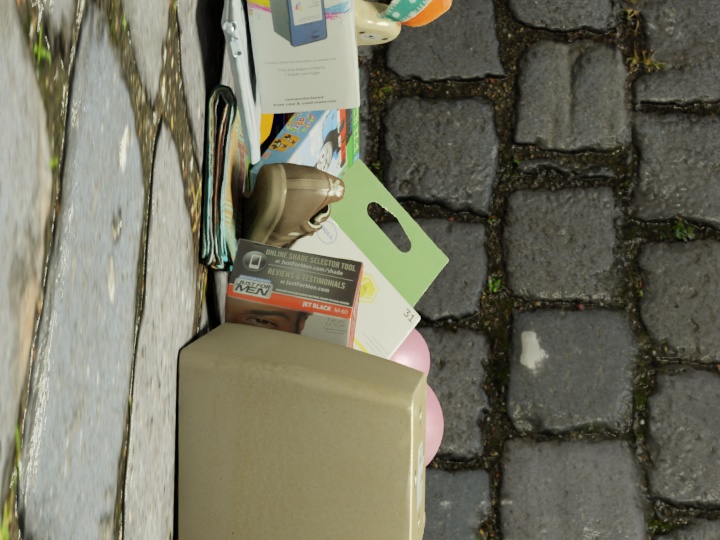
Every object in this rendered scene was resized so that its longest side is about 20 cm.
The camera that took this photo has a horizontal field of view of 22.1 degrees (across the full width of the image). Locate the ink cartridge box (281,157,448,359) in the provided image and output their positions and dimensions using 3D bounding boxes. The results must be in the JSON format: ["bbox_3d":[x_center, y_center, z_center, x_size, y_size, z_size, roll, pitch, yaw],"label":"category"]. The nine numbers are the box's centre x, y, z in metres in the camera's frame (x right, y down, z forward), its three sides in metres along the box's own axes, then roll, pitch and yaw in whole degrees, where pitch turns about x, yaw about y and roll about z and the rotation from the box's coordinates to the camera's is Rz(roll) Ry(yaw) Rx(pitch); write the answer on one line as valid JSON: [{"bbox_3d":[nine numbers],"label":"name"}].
[{"bbox_3d":[0.000,0.000,1.759,0.200,0.146,0.048,-50,-166,-31],"label":"ink cartridge box"}]

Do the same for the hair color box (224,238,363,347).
[{"bbox_3d":[-0.062,0.062,1.609,0.201,0.110,0.064,97,5,-55],"label":"hair color box"}]

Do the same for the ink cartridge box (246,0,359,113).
[{"bbox_3d":[-0.050,-0.251,1.500,0.146,0.086,0.201,-93,180,-47],"label":"ink cartridge box"}]

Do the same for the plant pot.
[{"bbox_3d":[-0.038,0.152,1.451,0.200,0.175,0.202,-38,128,-82],"label":"plant pot"}]

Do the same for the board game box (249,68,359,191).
[{"bbox_3d":[-0.058,-0.106,1.982,0.201,0.036,0.152,-55,156,-39],"label":"board game box"}]

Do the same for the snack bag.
[{"bbox_3d":[-0.100,-0.213,1.518,0.189,0.021,0.202,85,3,-57],"label":"snack bag"}]

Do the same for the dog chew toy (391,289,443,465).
[{"bbox_3d":[0.018,0.103,1.833,0.125,0.123,0.202,-55,141,-87],"label":"dog chew toy"}]

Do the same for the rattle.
[{"bbox_3d":[-0.015,-0.194,1.711,0.131,0.198,0.144,89,4,-62],"label":"rattle"}]

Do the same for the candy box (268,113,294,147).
[{"bbox_3d":[-0.063,-0.217,2.139,0.201,0.076,0.170,-87,179,-51],"label":"candy box"}]

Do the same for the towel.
[{"bbox_3d":[-0.112,-0.073,1.571,0.200,0.021,0.148,66,26,-87],"label":"towel"}]

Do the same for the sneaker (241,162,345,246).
[{"bbox_3d":[-0.067,-0.044,1.667,0.200,0.075,0.071,139,-47,-73],"label":"sneaker"}]
